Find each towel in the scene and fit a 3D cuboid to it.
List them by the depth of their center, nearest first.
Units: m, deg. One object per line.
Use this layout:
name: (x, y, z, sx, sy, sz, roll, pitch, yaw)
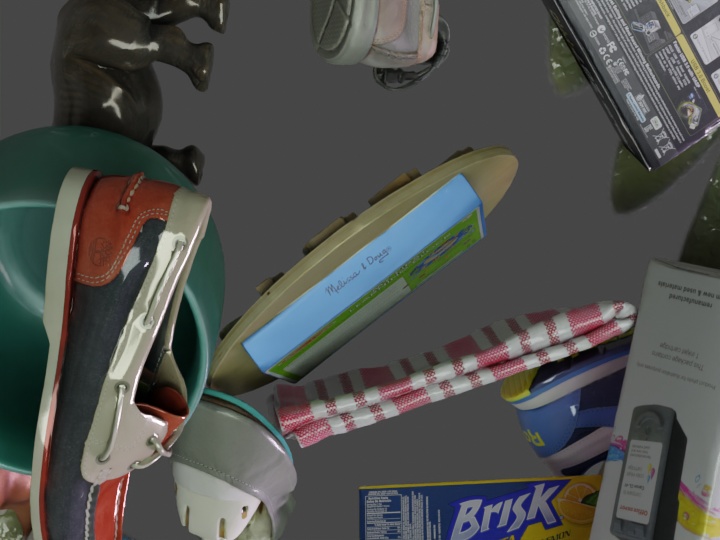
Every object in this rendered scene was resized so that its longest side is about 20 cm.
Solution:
towel: (0.046, 0.050, 0.937, 0.198, 0.146, 0.030, -19, 90, -6)

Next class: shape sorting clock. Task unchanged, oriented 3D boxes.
shape sorting clock: (0.000, 0.000, 0.892, 0.199, 0.200, 0.039, -38, 82, 4)

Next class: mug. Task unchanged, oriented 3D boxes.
mug: (-0.157, 0.009, 0.835, 0.183, 0.115, 0.153, -7, 119, 7)

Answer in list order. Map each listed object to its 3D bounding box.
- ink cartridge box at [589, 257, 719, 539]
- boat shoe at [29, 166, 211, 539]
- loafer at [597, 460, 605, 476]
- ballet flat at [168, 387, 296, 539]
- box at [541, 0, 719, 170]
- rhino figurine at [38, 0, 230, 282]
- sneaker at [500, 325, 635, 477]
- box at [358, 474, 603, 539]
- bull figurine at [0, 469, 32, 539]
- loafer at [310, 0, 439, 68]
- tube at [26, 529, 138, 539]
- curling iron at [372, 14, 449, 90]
ink cartridge box: (0.205, 0.106, 0.880, 0.147, 0.085, 0.202, 9, 92, -32)
boat shoe: (-0.105, 0.052, 0.751, 0.062, 0.071, 0.202, 9, 113, 2)
loafer: (0.168, 0.174, 1.049, 0.075, 0.068, 0.201, 25, 104, -20)
ballet flat: (-0.069, 0.121, 0.918, 0.067, 0.200, 0.064, 19, 72, 10)
box: (0.172, -0.179, 0.923, 0.161, 0.049, 0.201, -34, 114, 4)
rhino figurine: (-0.128, -0.055, 0.898, 0.087, 0.060, 0.202, 12, 110, 1)
sneaker: (0.185, 0.065, 0.994, 0.198, 0.074, 0.083, -19, 101, 14)
box: (0.101, 0.156, 0.986, 0.198, 0.070, 0.065, -3, 71, 8)
bull figurine: (-0.239, 0.130, 0.900, 0.199, 0.065, 0.122, -18, 132, -45)
loafer: (0.018, -0.203, 0.867, 0.062, 0.072, 0.202, 3, 100, -29)
tube: (-0.099, 0.187, 0.980, 0.199, 0.051, 0.077, 21, 149, -34)
curling iron: (-0.034, -0.158, 0.897, 0.199, 0.026, 0.050, 32, 98, -21)
